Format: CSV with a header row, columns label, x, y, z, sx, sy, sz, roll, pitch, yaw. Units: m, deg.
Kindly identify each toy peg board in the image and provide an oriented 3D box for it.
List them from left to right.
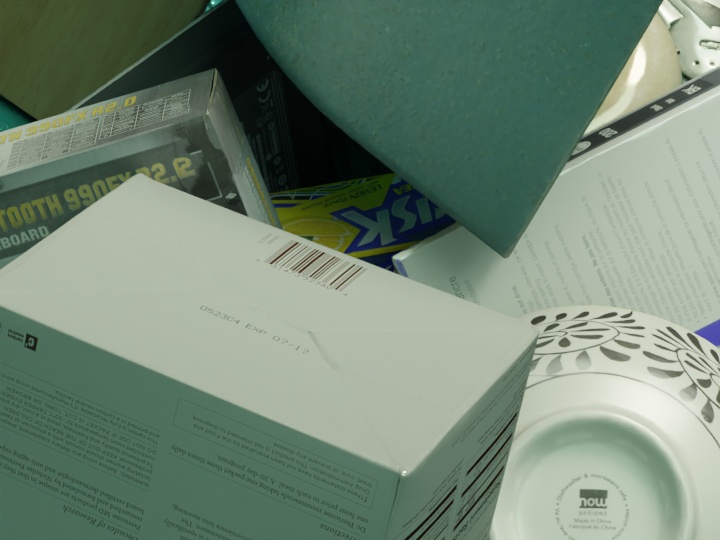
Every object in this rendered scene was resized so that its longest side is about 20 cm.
label,x,y,z,sx,sy,sz,roll,pitch,yaw
toy peg board,-0.148,-0.193,1.418,0.199,0.200,0.098,34,43,-1

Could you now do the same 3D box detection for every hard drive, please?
label,x,y,z,sx,sy,sz,roll,pitch,yaw
hard drive,-0.096,-0.033,1.383,0.033,0.140,0.200,28,53,35

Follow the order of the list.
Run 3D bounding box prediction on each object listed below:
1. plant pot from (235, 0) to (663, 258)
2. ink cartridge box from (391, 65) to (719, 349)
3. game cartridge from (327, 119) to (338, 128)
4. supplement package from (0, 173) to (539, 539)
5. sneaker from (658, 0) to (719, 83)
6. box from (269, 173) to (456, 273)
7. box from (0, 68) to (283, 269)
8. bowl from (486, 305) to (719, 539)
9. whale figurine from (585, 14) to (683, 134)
label,x,y,z,sx,sy,sz,roll,pitch,yaw
plant pot,0.047,-0.168,1.270,0.200,0.196,0.196,30,44,2
ink cartridge box,0.135,0.032,1.362,0.200,0.043,0.198,-27,103,-10
game cartridge,0.024,-0.134,1.463,0.200,0.041,0.133,-3,53,28
supplement package,-0.057,0.101,1.180,0.191,0.200,0.147,22,29,17
sneaker,0.161,-0.130,1.546,0.200,0.074,0.089,31,58,-1
box,0.000,0.000,1.378,0.200,0.064,0.070,-10,34,-22
box,-0.130,0.015,1.279,0.200,0.159,0.048,-17,26,10
bowl,0.098,0.108,1.258,0.200,0.094,0.201,-1,81,5
whale figurine,0.083,-0.106,1.509,0.159,0.104,0.200,-32,53,-11
